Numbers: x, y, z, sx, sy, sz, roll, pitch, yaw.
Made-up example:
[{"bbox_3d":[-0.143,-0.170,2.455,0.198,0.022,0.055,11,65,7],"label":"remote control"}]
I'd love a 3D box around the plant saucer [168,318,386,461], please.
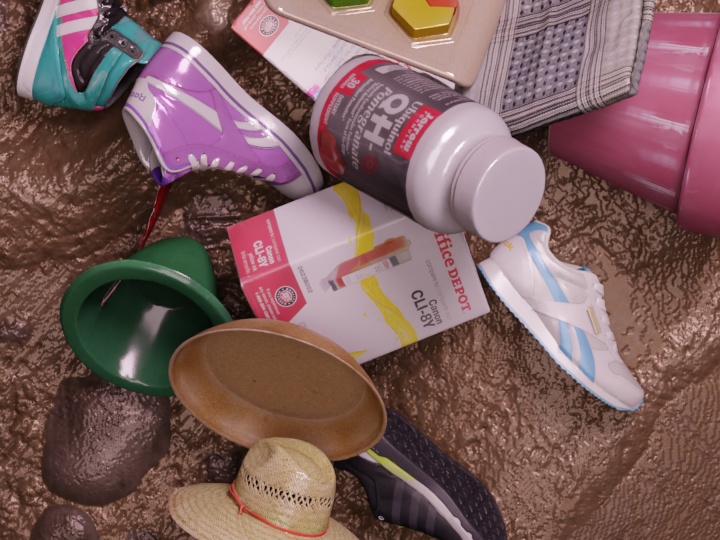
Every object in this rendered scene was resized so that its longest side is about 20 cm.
[{"bbox_3d":[-0.069,0.099,1.627,0.198,0.201,0.036,19,54,-3],"label":"plant saucer"}]

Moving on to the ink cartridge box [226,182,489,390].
[{"bbox_3d":[0.000,0.000,1.650,0.198,0.084,0.146,-22,130,2],"label":"ink cartridge box"}]

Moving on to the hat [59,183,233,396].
[{"bbox_3d":[-0.170,-0.010,1.709,0.165,0.177,0.200,31,134,-17],"label":"hat"}]

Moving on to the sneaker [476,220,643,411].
[{"bbox_3d":[0.198,0.046,1.694,0.081,0.077,0.200,-42,98,3],"label":"sneaker"}]

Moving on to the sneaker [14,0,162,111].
[{"bbox_3d":[-0.222,-0.229,1.643,0.120,0.084,0.202,21,105,1],"label":"sneaker"}]

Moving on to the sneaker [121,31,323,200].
[{"bbox_3d":[-0.129,-0.103,1.639,0.200,0.072,0.115,41,70,-23],"label":"sneaker"}]

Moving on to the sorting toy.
[{"bbox_3d":[0.036,-0.274,1.602,0.198,0.037,0.187,22,71,-2],"label":"sorting toy"}]

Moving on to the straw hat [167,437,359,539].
[{"bbox_3d":[-0.067,0.196,1.646,0.199,0.201,0.086,17,103,-3],"label":"straw hat"}]

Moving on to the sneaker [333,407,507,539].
[{"bbox_3d":[0.052,0.211,1.730,0.200,0.072,0.083,46,119,-5],"label":"sneaker"}]

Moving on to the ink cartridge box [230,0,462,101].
[{"bbox_3d":[-0.004,-0.197,1.661,0.200,0.068,0.117,41,95,-4],"label":"ink cartridge box"}]

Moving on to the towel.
[{"bbox_3d":[0.167,-0.208,1.577,0.034,0.191,0.202,36,54,-35],"label":"towel"}]

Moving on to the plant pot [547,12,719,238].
[{"bbox_3d":[0.264,-0.145,1.620,0.177,0.200,0.202,14,98,12],"label":"plant pot"}]

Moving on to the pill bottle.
[{"bbox_3d":[0.057,-0.097,1.533,0.110,0.199,0.112,-22,126,-34],"label":"pill bottle"}]
